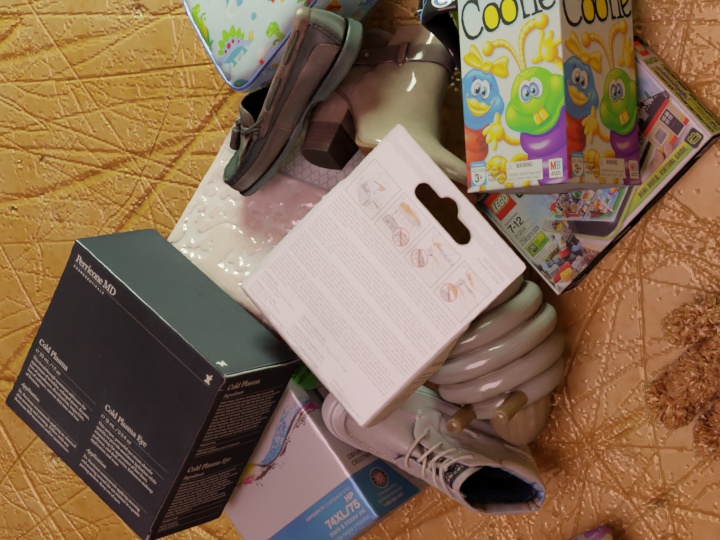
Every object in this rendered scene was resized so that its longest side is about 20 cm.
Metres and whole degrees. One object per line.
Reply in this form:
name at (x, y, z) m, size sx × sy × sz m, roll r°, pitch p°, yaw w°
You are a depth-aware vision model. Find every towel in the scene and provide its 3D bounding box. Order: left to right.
towel at (-0.065, -0.045, 1.691) m, size 0.200 × 0.032 × 0.191 m, roll 23°, pitch 84°, yaw 32°

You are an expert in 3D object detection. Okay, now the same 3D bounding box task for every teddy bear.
teddy bear at (0.309, 0.072, 1.558) m, size 0.200 × 0.067 × 0.145 m, roll -39°, pitch 84°, yaw 34°

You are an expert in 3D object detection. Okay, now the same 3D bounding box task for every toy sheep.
toy sheep at (0.105, 0.057, 1.639) m, size 0.138 × 0.138 × 0.200 m, roll -14°, pitch 105°, yaw 33°

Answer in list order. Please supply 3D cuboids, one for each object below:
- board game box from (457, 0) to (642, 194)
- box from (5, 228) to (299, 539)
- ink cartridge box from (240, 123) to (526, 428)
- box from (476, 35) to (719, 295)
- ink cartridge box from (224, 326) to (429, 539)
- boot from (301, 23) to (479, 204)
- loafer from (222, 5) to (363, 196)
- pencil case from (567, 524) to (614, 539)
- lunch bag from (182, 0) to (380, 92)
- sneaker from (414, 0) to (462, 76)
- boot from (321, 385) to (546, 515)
board game box at (0.149, -0.164, 1.534) m, size 0.105 × 0.103 × 0.201 m, roll -5°, pitch 88°, yaw 42°
box at (-0.182, 0.096, 1.672) m, size 0.200 × 0.104 × 0.182 m, roll 41°, pitch 119°, yaw 25°
ink cartridge box at (0.022, 0.006, 1.574) m, size 0.200 × 0.057 × 0.163 m, roll -44°, pitch 79°, yaw 16°
box at (0.197, -0.085, 1.603) m, size 0.110 × 0.035 × 0.200 m, roll 48°, pitch 122°, yaw 12°
ink cartridge box at (-0.049, 0.152, 1.753) m, size 0.146 × 0.147 × 0.200 m, roll -40°, pitch 81°, yaw 33°
boot at (0.044, -0.140, 1.622) m, size 0.200 × 0.146 × 0.070 m, roll 17°, pitch 154°, yaw 31°
loafer at (-0.072, -0.147, 1.635) m, size 0.063 × 0.072 × 0.200 m, roll 24°, pitch 127°, yaw -21°
pencil case at (0.226, 0.316, 1.665) m, size 0.084 × 0.085 × 0.200 m, roll -36°, pitch 84°, yaw 23°
lunch bag at (-0.063, -0.264, 1.673) m, size 0.200 × 0.082 × 0.161 m, roll -48°, pitch 59°, yaw 31°
sneaker at (0.086, -0.243, 1.596) m, size 0.078 × 0.089 × 0.200 m, roll -20°, pitch 92°, yaw 33°
boot at (0.068, 0.152, 1.647) m, size 0.074 × 0.200 × 0.096 m, roll -67°, pitch 24°, yaw 18°
